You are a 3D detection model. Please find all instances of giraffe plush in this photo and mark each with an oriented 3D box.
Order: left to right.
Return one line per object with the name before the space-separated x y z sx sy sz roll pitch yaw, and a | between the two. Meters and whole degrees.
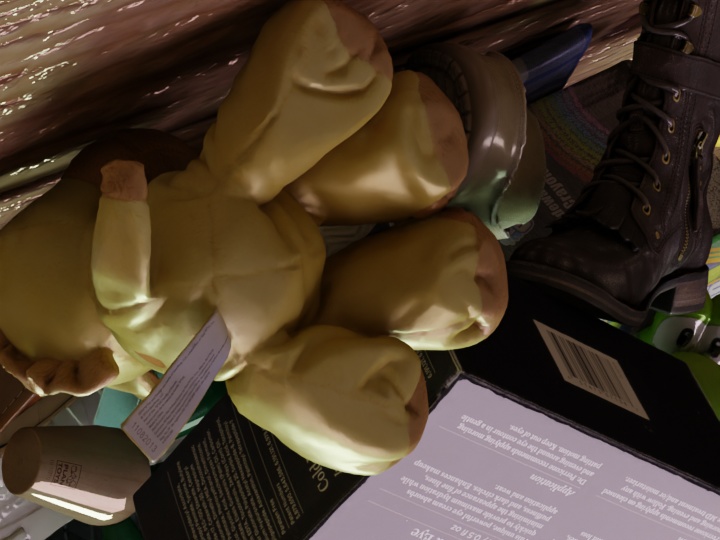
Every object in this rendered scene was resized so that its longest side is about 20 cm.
giraffe plush | -0.069 0.000 0.971 0.162 0.173 0.200 0 -153 48

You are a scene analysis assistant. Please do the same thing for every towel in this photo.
towel | 0.020 -0.065 1.330 0.199 0.024 0.147 -27 172 -11

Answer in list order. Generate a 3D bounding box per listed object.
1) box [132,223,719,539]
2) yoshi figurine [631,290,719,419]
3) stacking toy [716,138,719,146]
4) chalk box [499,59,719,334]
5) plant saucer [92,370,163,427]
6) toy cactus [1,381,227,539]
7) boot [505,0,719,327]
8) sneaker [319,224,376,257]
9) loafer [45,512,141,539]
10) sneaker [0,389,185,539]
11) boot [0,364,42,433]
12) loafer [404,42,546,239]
box | 0.038 0.102 1.113 0.199 0.104 0.182 26 116 -37
yoshi figurine | 0.143 0.101 1.316 0.112 0.112 0.201 -7 133 -33
stacking toy | 0.240 -0.111 1.645 0.199 0.086 0.085 -16 169 -42
chalk box | 0.088 0.001 1.345 0.199 0.125 0.124 -25 151 -26
plant saucer | -0.047 -0.007 1.151 0.200 0.019 0.070 -48 171 -32
toy cactus | -0.088 0.106 1.188 0.164 0.102 0.201 14 106 -41
boot | 0.130 -0.068 1.193 0.069 0.175 0.200 15 -171 24
sneaker | 0.000 0.000 1.171 0.075 0.085 0.200 -31 143 -9
loafer | -0.156 0.093 1.335 0.072 0.073 0.200 -18 -147 -34
sneaker | -0.148 0.077 1.237 0.199 0.077 0.080 -25 -151 -27
boot | -0.137 0.017 1.189 0.200 0.077 0.155 -39 173 32
loafer | 0.054 -0.057 1.186 0.068 0.076 0.200 -5 170 -9
